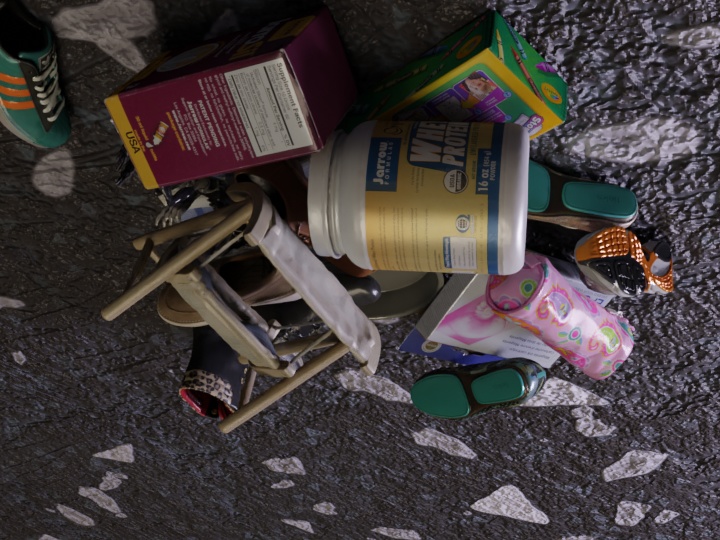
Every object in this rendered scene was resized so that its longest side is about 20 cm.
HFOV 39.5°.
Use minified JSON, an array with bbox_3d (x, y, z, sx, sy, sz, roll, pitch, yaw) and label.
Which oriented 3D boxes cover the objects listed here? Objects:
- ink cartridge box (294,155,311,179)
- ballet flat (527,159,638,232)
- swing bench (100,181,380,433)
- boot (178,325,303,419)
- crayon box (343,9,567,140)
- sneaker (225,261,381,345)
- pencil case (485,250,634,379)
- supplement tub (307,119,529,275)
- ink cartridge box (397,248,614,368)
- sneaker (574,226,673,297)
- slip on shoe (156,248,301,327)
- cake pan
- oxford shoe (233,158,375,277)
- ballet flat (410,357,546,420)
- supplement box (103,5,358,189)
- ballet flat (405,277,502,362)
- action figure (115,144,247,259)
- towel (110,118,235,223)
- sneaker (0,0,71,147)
[{"bbox_3d":[-0.026,-0.080,1.146,0.109,0.051,0.200,-23,142,36],"label":"ink cartridge box"},{"bbox_3d":[0.201,-0.075,1.097,0.199,0.068,0.067,16,158,-7],"label":"ballet flat"},{"bbox_3d":[-0.110,0.031,1.013,0.200,0.130,0.199,-25,121,23],"label":"swing bench"},{"bbox_3d":[-0.167,0.141,1.394,0.073,0.151,0.200,-18,135,32],"label":"boot"},{"bbox_3d":[0.092,-0.160,1.011,0.200,0.058,0.119,-26,131,38],"label":"crayon box"},{"bbox_3d":[-0.070,0.048,1.158,0.199,0.091,0.076,-11,149,21],"label":"sneaker"},{"bbox_3d":[0.230,0.051,1.142,0.087,0.088,0.200,-26,137,38],"label":"pencil case"},{"bbox_3d":[0.059,-0.071,0.965,0.199,0.145,0.145,2,143,10],"label":"supplement tub"},{"bbox_3d":[0.177,0.062,1.223,0.196,0.043,0.200,14,126,-28],"label":"ink cartridge box"},{"bbox_3d":[0.276,0.000,1.124,0.092,0.076,0.200,-10,167,37],"label":"sneaker"},{"bbox_3d":[-0.152,0.015,1.131,0.199,0.076,0.061,-9,156,24],"label":"slip on shoe"},{"bbox_3d":[0.000,0.000,1.195,0.199,0.037,0.200,2,150,1],"label":"cake pan"},{"bbox_3d":[-0.059,-0.051,1.055,0.200,0.071,0.071,41,130,-19],"label":"oxford shoe"},{"bbox_3d":[0.152,0.148,1.270,0.074,0.074,0.200,37,149,-32],"label":"ballet flat"},{"bbox_3d":[-0.122,-0.166,0.972,0.199,0.131,0.103,-10,117,23],"label":"supplement box"},{"bbox_3d":[0.146,0.068,1.291,0.200,0.069,0.063,31,143,-26],"label":"ballet flat"},{"bbox_3d":[-0.185,-0.067,1.118,0.200,0.119,0.102,38,94,-31],"label":"action figure"},{"bbox_3d":[-0.182,-0.118,1.161,0.146,0.024,0.200,-4,143,14],"label":"towel"},{"bbox_3d":[-0.346,-0.206,1.040,0.080,0.072,0.200,-2,141,22],"label":"sneaker"}]
